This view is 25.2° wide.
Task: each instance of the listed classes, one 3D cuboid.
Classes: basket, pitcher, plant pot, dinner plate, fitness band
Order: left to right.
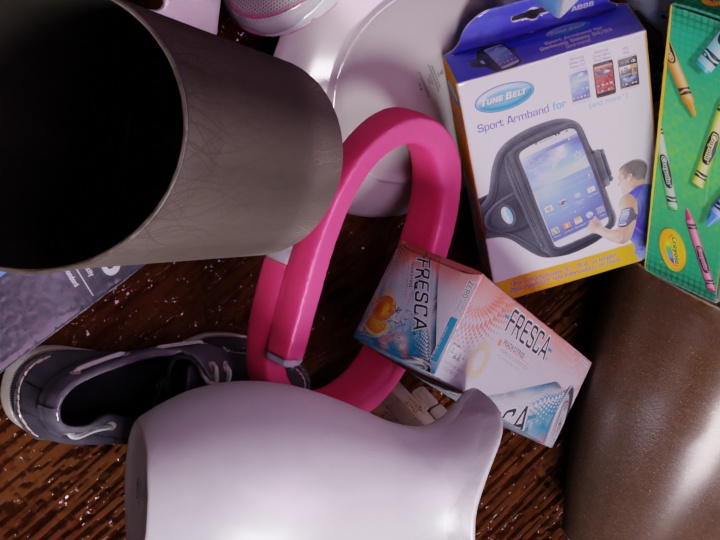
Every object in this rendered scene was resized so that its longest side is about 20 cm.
[{"bbox_3d":[-0.106,-0.065,0.823,0.200,0.180,0.136,1,92,-62],"label":"basket"},{"bbox_3d":[-0.027,0.148,0.898,0.199,0.121,0.172,2,84,-17],"label":"pitcher"},{"bbox_3d":[0.000,0.000,0.960,0.143,0.037,0.201,2,109,-53],"label":"fitness band"},{"bbox_3d":[0.037,-0.117,0.984,0.200,0.024,0.201,-17,127,-23],"label":"dinner plate"},{"bbox_3d":[0.223,0.111,1.113,0.187,0.187,0.200,16,103,-34],"label":"plant pot"}]

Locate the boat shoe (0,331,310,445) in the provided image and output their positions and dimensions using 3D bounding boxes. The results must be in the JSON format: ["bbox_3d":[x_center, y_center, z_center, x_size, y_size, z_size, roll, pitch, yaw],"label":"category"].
[{"bbox_3d":[-0.107,0.076,0.944,0.200,0.063,0.073,2,96,-35],"label":"boat shoe"}]

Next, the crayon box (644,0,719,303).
[{"bbox_3d":[0.236,-0.095,0.991,0.119,0.058,0.200,-39,142,-35],"label":"crayon box"}]

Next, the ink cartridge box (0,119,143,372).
[{"bbox_3d":[-0.192,-0.012,0.887,0.200,0.039,0.100,-40,118,-21],"label":"ink cartridge box"}]

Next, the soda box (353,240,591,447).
[{"bbox_3d":[0.076,0.050,1.014,0.200,0.063,0.069,34,81,-57],"label":"soda box"}]

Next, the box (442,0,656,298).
[{"bbox_3d":[0.122,-0.078,1.002,0.119,0.042,0.200,-17,131,-2],"label":"box"}]

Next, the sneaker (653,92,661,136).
[{"bbox_3d":[0.195,-0.059,1.104,0.200,0.075,0.114,-15,108,-28],"label":"sneaker"}]

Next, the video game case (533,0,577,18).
[{"bbox_3d":[0.099,-0.267,0.938,0.181,0.200,0.045,-44,160,-19],"label":"video game case"}]

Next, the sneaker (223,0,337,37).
[{"bbox_3d":[-0.032,-0.222,0.878,0.088,0.081,0.200,-7,127,-57],"label":"sneaker"}]

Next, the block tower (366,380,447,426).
[{"bbox_3d":[-0.036,0.138,0.998,0.200,0.054,0.058,-27,144,-26],"label":"block tower"}]

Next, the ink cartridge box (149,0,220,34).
[{"bbox_3d":[-0.129,-0.227,0.865,0.116,0.067,0.201,2,97,-33],"label":"ink cartridge box"}]

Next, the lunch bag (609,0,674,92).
[{"bbox_3d":[0.219,-0.228,1.053,0.170,0.124,0.200,-49,155,-17],"label":"lunch bag"}]
